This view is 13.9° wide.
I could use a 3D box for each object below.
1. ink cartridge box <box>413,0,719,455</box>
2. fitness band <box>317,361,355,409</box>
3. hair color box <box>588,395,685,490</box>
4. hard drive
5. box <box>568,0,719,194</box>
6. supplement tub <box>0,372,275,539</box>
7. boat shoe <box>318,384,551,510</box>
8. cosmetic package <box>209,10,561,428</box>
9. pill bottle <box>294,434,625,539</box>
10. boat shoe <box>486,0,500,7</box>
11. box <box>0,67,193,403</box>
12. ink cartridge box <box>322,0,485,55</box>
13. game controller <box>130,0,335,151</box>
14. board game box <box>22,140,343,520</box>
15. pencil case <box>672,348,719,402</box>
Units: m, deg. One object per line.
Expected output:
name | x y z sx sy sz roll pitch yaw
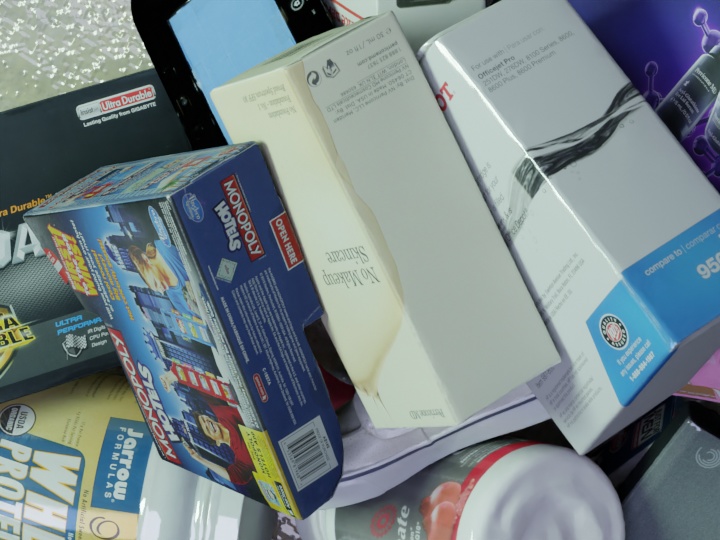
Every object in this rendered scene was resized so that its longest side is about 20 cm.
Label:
ink cartridge box | 0.104 -0.028 1.523 0.200 0.084 0.145 53 153 11
fitness band | 0.000 0.000 1.685 0.144 0.037 0.200 46 131 19
hair color box | 0.139 0.175 1.745 0.200 0.061 0.100 -39 99 19
hard drive | 0.188 0.182 1.686 0.139 0.033 0.200 29 115 -12
box | 0.185 -0.109 1.556 0.200 0.079 0.142 32 101 40
supplement tub | -0.157 0.132 1.742 0.199 0.145 0.145 7 110 9
boat shoe | 0.029 0.067 1.622 0.199 0.071 0.070 -22 117 14
cosmetic package | 0.012 -0.023 1.514 0.073 0.103 0.201 -29 98 -24
pill bottle | 0.049 0.143 1.680 0.200 0.110 0.111 7 118 56
boat shoe | 0.066 -0.081 1.670 0.070 0.066 0.200 33 111 -1
box | -0.179 -0.015 1.687 0.199 0.046 0.160 -17 91 -14
ink cartridge box | 0.018 -0.183 1.612 0.067 0.116 0.201 -8 109 -16
game controller | -0.061 -0.118 1.637 0.104 0.042 0.200 -45 52 23
board game box | -0.096 0.016 1.602 0.062 0.200 0.201 -32 117 -24
pencil case | 0.231 0.039 1.598 0.199 0.083 0.087 9 128 23
